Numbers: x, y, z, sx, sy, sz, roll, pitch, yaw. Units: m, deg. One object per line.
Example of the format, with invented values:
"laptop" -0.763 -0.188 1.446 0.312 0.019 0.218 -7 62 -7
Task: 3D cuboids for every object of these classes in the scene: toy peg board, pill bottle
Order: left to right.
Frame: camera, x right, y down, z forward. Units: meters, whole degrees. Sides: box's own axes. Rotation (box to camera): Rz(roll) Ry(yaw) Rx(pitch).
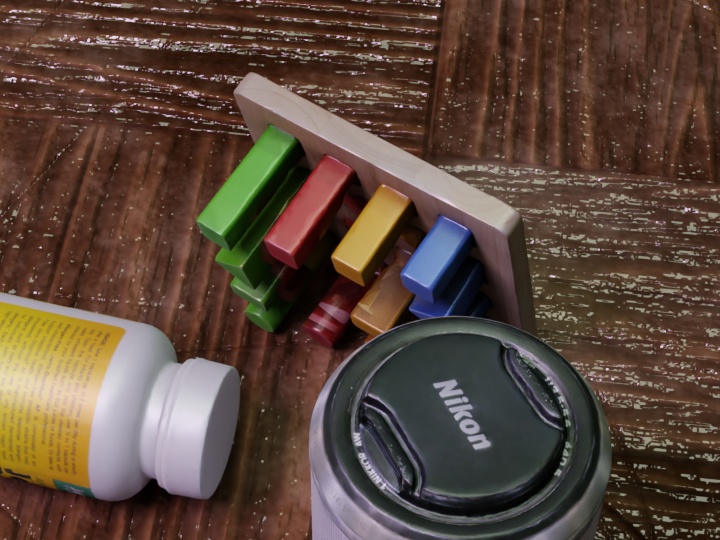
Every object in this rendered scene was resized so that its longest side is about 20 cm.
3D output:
"pill bottle" -0.181 0.080 1.010 0.200 0.113 0.113 11 52 8
"toy peg board" 0.000 0.000 1.039 0.199 0.200 0.098 29 74 21

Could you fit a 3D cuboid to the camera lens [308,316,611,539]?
"camera lens" 0.052 0.136 0.911 0.160 0.200 0.160 0 51 0
